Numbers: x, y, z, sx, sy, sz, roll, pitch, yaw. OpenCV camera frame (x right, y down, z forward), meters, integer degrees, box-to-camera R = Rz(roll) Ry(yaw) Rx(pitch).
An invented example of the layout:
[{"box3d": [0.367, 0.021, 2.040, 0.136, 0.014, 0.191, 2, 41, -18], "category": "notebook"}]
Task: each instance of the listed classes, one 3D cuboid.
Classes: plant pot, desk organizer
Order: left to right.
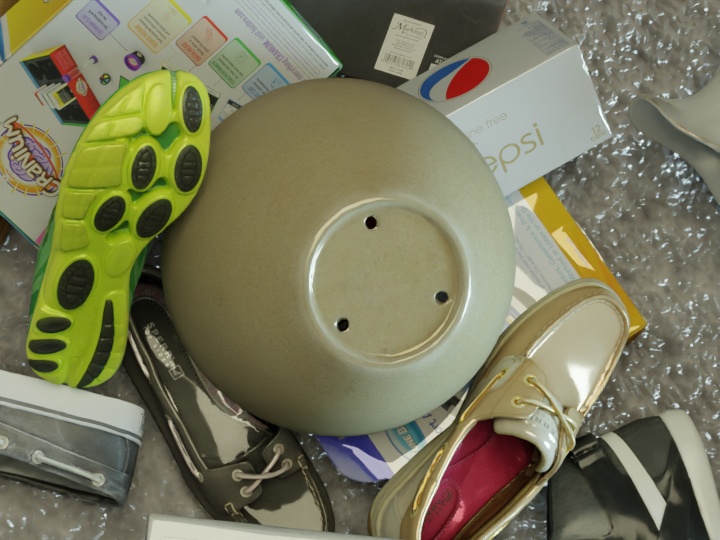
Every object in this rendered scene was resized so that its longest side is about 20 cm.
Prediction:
[{"box3d": [-0.023, -0.164, 1.675, 0.199, 0.077, 0.072, 14, 108, -17], "category": "desk organizer"}, {"box3d": [0.000, 0.000, 1.534, 0.199, 0.134, 0.202, -2, 97, -12], "category": "plant pot"}]

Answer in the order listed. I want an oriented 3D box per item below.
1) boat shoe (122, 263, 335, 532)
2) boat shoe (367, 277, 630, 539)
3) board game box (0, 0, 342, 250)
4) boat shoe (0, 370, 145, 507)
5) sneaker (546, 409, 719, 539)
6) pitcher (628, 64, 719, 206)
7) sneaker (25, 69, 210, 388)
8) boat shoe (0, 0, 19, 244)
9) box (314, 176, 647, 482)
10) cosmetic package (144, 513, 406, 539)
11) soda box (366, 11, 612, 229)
[{"box3d": [-0.082, 0.083, 1.616, 0.067, 0.057, 0.200, -33, 81, -12], "category": "boat shoe"}, {"box3d": [0.089, 0.092, 1.589, 0.074, 0.069, 0.200, 41, 84, -20], "category": "boat shoe"}, {"box3d": [-0.132, -0.103, 1.593, 0.200, 0.040, 0.153, -41, 125, 5], "category": "board game box"}, {"box3d": [-0.223, 0.092, 1.598, 0.199, 0.072, 0.068, 13, 73, -9], "category": "boat shoe"}, {"box3d": [0.162, 0.187, 1.610, 0.111, 0.073, 0.201, -16, 69, -6], "category": "sneaker"}, {"box3d": [0.282, -0.098, 1.678, 0.200, 0.121, 0.172, -41, 110, -10], "category": "pitcher"}, {"box3d": [-0.141, -0.032, 1.553, 0.074, 0.201, 0.084, 15, 31, -20], "category": "sneaker"}, {"box3d": [-0.235, -0.082, 1.646, 0.069, 0.071, 0.201, 13, 84, 34], "category": "boat shoe"}, {"box3d": [0.052, 0.041, 1.650, 0.199, 0.041, 0.119, -33, 81, -10], "category": "box"}, {"box3d": [-0.023, 0.212, 1.514, 0.199, 0.199, 0.124, 7, 75, -4], "category": "cosmetic package"}, {"box3d": [0.040, -0.068, 1.644, 0.199, 0.064, 0.068, -29, 120, -7], "category": "soda box"}]
